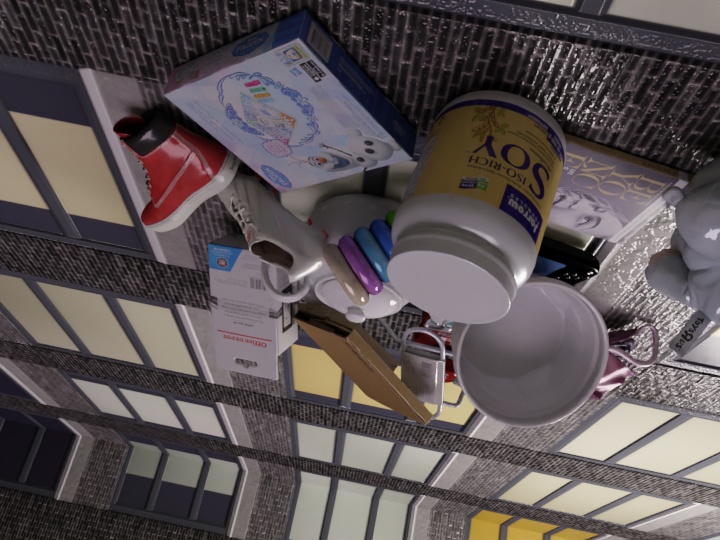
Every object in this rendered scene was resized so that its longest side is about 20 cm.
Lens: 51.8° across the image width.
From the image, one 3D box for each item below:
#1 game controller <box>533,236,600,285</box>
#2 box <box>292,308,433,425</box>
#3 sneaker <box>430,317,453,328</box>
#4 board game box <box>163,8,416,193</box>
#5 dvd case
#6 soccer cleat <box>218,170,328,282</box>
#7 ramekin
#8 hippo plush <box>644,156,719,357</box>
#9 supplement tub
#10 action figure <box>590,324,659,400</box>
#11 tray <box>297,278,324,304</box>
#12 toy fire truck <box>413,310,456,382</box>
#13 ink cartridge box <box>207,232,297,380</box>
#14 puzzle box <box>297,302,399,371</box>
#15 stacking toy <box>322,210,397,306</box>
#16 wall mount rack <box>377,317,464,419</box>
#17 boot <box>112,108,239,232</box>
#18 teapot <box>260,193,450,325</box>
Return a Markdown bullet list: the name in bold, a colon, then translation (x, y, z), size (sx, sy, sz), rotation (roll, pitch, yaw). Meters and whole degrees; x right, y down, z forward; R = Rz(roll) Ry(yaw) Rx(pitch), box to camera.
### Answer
- **game controller**: translation (0.211, -0.023, 0.981), size (0.199, 0.042, 0.104), rotation (19, 153, -11)
- **box**: translation (0.001, 0.140, 1.087), size (0.200, 0.021, 0.163), rotation (49, 161, -27)
- **sneaker**: translation (0.200, 0.033, 1.056), size (0.199, 0.087, 0.078), rotation (-4, -163, -10)
- **board game box**: translation (-0.074, -0.171, 0.811), size (0.198, 0.044, 0.200), rotation (-10, 146, 36)
- **dvd case**: translation (0.251, -0.095, 0.852), size (0.199, 0.016, 0.149), rotation (16, 153, -8)
- **soccer cleat**: translation (-0.127, -0.061, 0.939), size (0.200, 0.078, 0.069), rotation (36, 149, 25)
- **ramekin**: translation (0.214, 0.095, 0.983), size (0.199, 0.201, 0.105), rotation (17, -166, -9)
- **hippo plush**: translation (0.361, -0.034, 0.777), size (0.159, 0.200, 0.161), rotation (16, 145, 51)
- **supplement tub**: translation (0.116, -0.063, 0.745), size (0.145, 0.201, 0.146), rotation (18, 152, 10)
- **action figure**: translation (0.331, 0.123, 1.111), size (0.200, 0.135, 0.149), rotation (27, 149, -32)
- **tray**: translation (-0.092, 0.021, 1.149), size (0.199, 0.022, 0.107), rotation (26, 157, 14)
- **toy fire truck**: translation (0.183, 0.111, 1.172), size (0.199, 0.113, 0.168), rotation (13, 155, -3)
- **ink cartridge box**: translation (-0.159, 0.053, 1.114), size (0.115, 0.068, 0.201), rotation (9, 111, 21)
- **puzzle box**: translation (-0.030, 0.103, 1.149), size (0.133, 0.025, 0.200), rotation (45, 163, -15)
- **stacking toy**: translation (0.058, -0.043, 0.883), size (0.200, 0.086, 0.085), rotation (-33, 144, 2)
- **wall mount rack**: translation (0.076, 0.130, 1.117), size (0.173, 0.075, 0.201), rotation (14, 134, 18)
- **boot**: translation (-0.266, -0.130, 0.950), size (0.144, 0.073, 0.200), rotation (29, 141, -30)
- **teapot**: translation (0.000, 0.000, 1.000), size (0.197, 0.147, 0.200), rotation (32, 148, -33)
